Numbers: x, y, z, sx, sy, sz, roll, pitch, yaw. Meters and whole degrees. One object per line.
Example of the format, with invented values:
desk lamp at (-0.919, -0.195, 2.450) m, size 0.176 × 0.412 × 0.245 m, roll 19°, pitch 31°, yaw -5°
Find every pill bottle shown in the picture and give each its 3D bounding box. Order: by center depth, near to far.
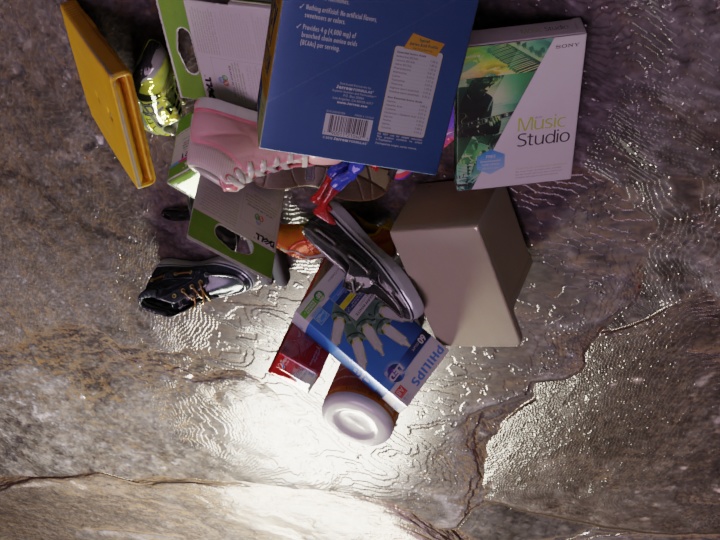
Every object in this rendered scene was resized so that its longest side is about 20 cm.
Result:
pill bottle at (0.024, 0.150, 1.410) m, size 0.110 × 0.202 × 0.113 m, roll 14°, pitch 139°, yaw 13°

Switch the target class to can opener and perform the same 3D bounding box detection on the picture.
can opener at (-0.153, -0.045, 1.409) m, size 0.052 × 0.067 × 0.202 m, roll 6°, pitch 140°, yaw 19°

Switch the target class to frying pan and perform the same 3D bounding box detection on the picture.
frying pan at (-0.232, -0.069, 1.419) m, size 0.116 × 0.031 × 0.189 m, roll 59°, pitch 149°, yaw -5°

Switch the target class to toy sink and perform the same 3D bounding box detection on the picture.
toy sink at (0.146, -0.011, 1.249) m, size 0.128 × 0.113 × 0.202 m, roll -2°, pitch 129°, yaw 34°

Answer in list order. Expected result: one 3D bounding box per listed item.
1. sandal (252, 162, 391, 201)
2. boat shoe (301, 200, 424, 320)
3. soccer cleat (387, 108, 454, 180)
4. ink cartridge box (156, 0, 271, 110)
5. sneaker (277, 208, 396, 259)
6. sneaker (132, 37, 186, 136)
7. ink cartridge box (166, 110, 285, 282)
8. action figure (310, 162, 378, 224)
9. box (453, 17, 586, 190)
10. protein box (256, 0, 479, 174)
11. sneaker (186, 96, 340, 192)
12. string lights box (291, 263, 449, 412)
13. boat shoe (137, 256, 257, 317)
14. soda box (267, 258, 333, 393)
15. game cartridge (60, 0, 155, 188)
sandal at (-0.054, -0.141, 1.240) m, size 0.196 × 0.054 × 0.082 m, roll 3°, pitch 117°, yaw -11°
boat shoe at (0.000, 0.000, 1.262) m, size 0.200 × 0.071 × 0.072 m, roll 46°, pitch 162°, yaw 11°
soccer cleat at (0.093, -0.172, 1.149) m, size 0.072 × 0.069 × 0.201 m, roll 25°, pitch 137°, yaw -6°
ink cartridge box at (-0.132, -0.276, 1.137) m, size 0.197 × 0.076 × 0.149 m, roll 12°, pitch 138°, yaw 19°
sneaker at (-0.040, -0.055, 1.348) m, size 0.196 × 0.073 × 0.079 m, roll 4°, pitch 113°, yaw 18°
sneaker at (-0.265, -0.240, 1.244) m, size 0.075 × 0.077 × 0.200 m, roll 22°, pitch 163°, yaw -10°
ink cartridge box at (-0.178, -0.094, 1.233) m, size 0.075 × 0.203 × 0.147 m, roll -18°, pitch 145°, yaw 39°
action figure at (0.006, -0.153, 1.179) m, size 0.051 × 0.066 × 0.202 m, roll 26°, pitch 112°, yaw -16°
box at (0.177, -0.184, 1.075) m, size 0.141 × 0.037 × 0.202 m, roll -7°, pitch 133°, yaw 0°
protein box at (0.000, -0.232, 0.987) m, size 0.195 × 0.136 × 0.203 m, roll 7°, pitch 117°, yaw -11°
sneaker at (-0.118, -0.135, 1.148) m, size 0.197 × 0.107 × 0.075 m, roll 14°, pitch 167°, yaw -1°
string lights box at (0.012, 0.090, 1.302) m, size 0.199 × 0.103 × 0.059 m, roll 39°, pitch 161°, yaw 4°
boat shoe at (-0.263, 0.033, 1.520) m, size 0.197 × 0.092 × 0.071 m, roll 0°, pitch 133°, yaw 27°
soda box at (-0.062, 0.073, 1.373) m, size 0.069 × 0.202 × 0.064 m, roll 28°, pitch 141°, yaw -5°
game cartridge at (-0.333, -0.234, 1.242) m, size 0.201 × 0.032 × 0.178 m, roll 52°, pitch 156°, yaw 38°
